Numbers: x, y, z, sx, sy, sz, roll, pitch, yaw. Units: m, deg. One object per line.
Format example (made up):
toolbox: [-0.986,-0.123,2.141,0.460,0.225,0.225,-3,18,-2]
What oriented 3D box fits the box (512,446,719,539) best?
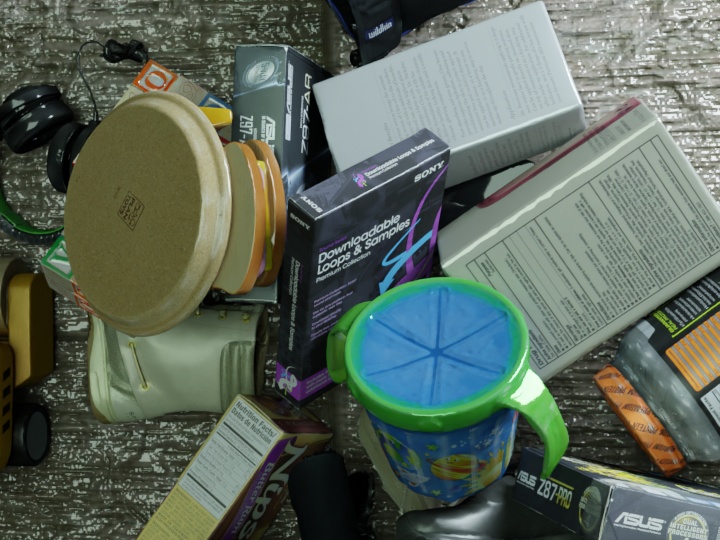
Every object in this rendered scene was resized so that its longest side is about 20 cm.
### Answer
box: [0.233,0.182,1.101,0.199,0.161,0.049,14,92,-16]

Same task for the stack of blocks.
stack of blocks: [-0.181,-0.060,1.234,0.115,0.059,0.200,30,71,7]

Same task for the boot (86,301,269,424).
boot: [-0.155,0.029,1.275,0.154,0.072,0.201,-3,87,10]

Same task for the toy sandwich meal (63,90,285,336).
toy sandwich meal: [-0.144,-0.043,1.132,0.205,0.070,0.206,-4,83,41]

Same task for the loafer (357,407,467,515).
loafer: [0.062,0.179,1.224,0.076,0.068,0.201,-30,97,-27]

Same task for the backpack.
backpack: [0.030,-0.285,1.180,0.200,0.190,0.154,-30,66,10]

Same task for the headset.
headset: [-0.258,-0.118,1.312,0.123,0.094,0.200,38,112,11]

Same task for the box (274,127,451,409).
box: [0.000,0.000,1.155,0.036,0.143,0.201,37,140,31]

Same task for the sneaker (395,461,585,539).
sneaker: [0.115,0.194,1.179,0.199,0.076,0.091,7,68,-30]

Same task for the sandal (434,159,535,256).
sandal: [0.059,-0.045,1.241,0.199,0.043,0.076,-23,84,11]

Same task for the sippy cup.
sippy cup: [0.062,0.097,1.109,0.139,0.131,0.178,-19,44,-8]

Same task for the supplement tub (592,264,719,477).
supplement tub: [0.285,0.061,1.139,0.200,0.123,0.123,-36,82,3]

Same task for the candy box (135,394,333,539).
candy box: [-0.116,0.198,1.235,0.056,0.117,0.200,39,96,20]

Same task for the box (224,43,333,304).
box: [-0.064,-0.072,1.210,0.043,0.160,0.201,2,88,12]

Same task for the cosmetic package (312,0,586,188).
cosmetic package: [0.073,-0.129,1.208,0.199,0.071,0.102,-19,70,6]

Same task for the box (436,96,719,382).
box: [0.175,-0.024,1.166,0.200,0.109,0.128,-34,103,10]

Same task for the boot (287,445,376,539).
boot: [0.001,0.257,1.222,0.076,0.200,0.169,-17,50,6]

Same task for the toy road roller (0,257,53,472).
toy road roller: [-0.346,0.087,1.276,0.122,0.146,0.201,0,89,12]
